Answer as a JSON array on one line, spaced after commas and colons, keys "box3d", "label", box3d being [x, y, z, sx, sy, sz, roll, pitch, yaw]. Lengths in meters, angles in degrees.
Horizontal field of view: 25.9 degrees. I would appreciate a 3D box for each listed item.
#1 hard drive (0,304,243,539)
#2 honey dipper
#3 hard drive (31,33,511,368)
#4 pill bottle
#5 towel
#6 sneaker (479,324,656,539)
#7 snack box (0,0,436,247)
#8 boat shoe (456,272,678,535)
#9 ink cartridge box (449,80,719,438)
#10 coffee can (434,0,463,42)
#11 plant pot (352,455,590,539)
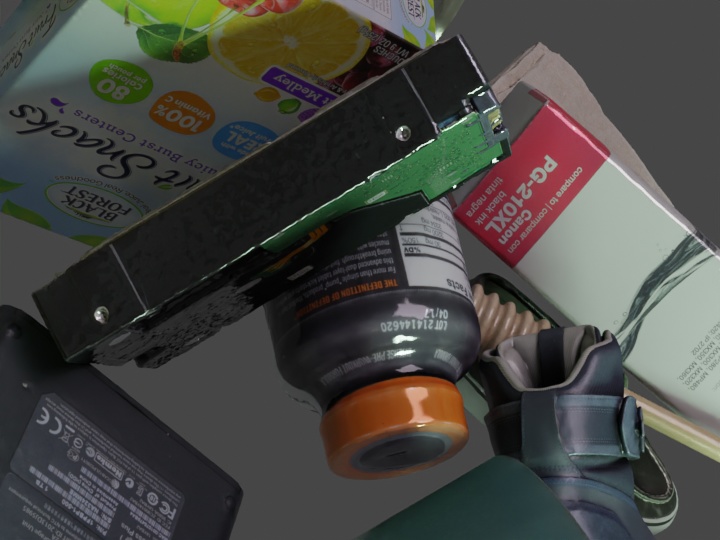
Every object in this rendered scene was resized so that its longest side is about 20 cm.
[{"box3d": [-0.125, 0.129, 0.597, 0.139, 0.033, 0.201, 42, 40, -23], "label": "hard drive"}, {"box3d": [0.140, 0.068, 0.824, 0.198, 0.038, 0.038, 27, 43, -2], "label": "honey dipper"}, {"box3d": [-0.030, -0.024, 0.669, 0.038, 0.198, 0.140, 61, 5, 8], "label": "hard drive"}, {"box3d": [0.000, 0.000, 0.788, 0.105, 0.106, 0.202, 12, 56, -40], "label": "pill bottle"}, {"box3d": [0.146, -0.048, 1.027, 0.201, 0.034, 0.132, 53, 41, -4], "label": "towel"}, {"box3d": [0.117, 0.106, 0.796, 0.202, 0.076, 0.148, 35, 44, -69], "label": "sneaker"}, {"box3d": [-0.081, -0.082, 0.689, 0.141, 0.199, 0.054, 23, 47, -32], "label": "snack box"}, {"box3d": [0.119, 0.079, 0.885, 0.199, 0.063, 0.071, 40, 41, -18], "label": "boat shoe"}, {"box3d": [0.146, -0.008, 0.895, 0.200, 0.085, 0.145, 41, 8, -7], "label": "ink cartridge box"}, {"box3d": [-0.048, -0.203, 0.849, 0.199, 0.146, 0.148, 30, 45, -27], "label": "coffee can"}, {"box3d": [0.023, 0.197, 0.601, 0.159, 0.201, 0.203, -22, 77, -13], "label": "plant pot"}]
